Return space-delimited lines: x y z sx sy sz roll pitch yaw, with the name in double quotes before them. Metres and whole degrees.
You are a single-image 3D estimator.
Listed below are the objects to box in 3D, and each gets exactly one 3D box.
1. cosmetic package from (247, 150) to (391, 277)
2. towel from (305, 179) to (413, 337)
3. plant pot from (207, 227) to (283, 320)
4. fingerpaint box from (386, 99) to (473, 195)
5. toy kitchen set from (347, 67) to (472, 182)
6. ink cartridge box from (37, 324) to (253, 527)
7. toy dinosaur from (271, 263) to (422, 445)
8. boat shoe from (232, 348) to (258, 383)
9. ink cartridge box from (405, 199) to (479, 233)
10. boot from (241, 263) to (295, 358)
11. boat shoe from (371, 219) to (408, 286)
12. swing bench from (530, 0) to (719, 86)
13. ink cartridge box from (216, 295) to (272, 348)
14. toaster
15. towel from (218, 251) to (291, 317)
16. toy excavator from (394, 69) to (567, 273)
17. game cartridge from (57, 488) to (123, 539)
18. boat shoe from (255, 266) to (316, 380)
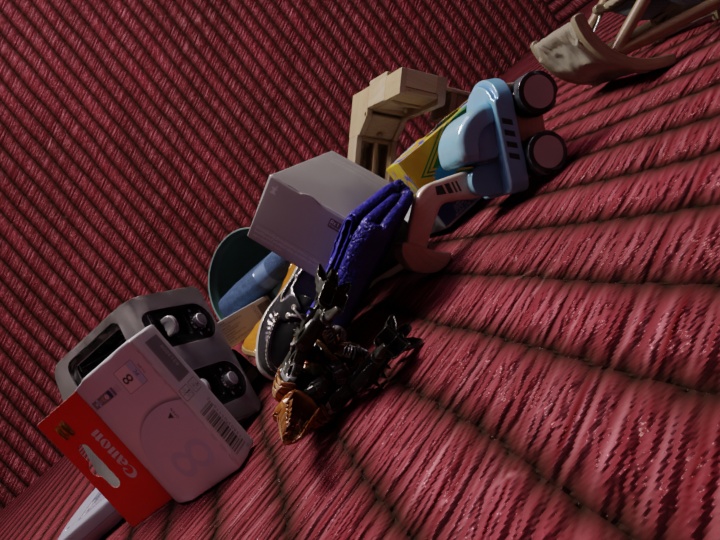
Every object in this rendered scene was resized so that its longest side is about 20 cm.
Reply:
"cosmetic package" -0.040 -0.075 0.710 0.091 0.106 0.200 -63 -8 28
"towel" -0.012 0.004 0.638 0.201 0.049 0.148 -64 -3 29
"plant pot" -0.175 0.022 1.127 0.200 0.201 0.134 -36 -18 26
"fingerpaint box" 0.126 -0.175 0.832 0.167 0.073 0.200 -39 7 4
"toy kitchen set" 0.089 -0.215 0.977 0.200 0.162 0.182 -171 86 -68
"ink cartridge box" -0.231 0.174 0.592 0.200 0.160 0.047 -38 7 18
"toy dinosaur" -0.027 0.087 0.486 0.136 0.102 0.200 -53 23 16
"boat shoe" -0.233 0.196 0.843 0.200 0.057 0.068 -46 11 -36
"ink cartridge box" 0.151 -0.125 0.868 0.199 0.041 0.200 -42 8 -10
"boot" -0.107 0.051 0.828 0.201 0.070 0.145 -155 85 -88
"boat shoe" 0.000 -0.001 0.826 0.201 0.063 0.074 -38 13 26
"swing bench" 0.349 -0.323 0.744 0.200 0.130 0.199 -44 8 11
"ink cartridge box" -0.230 0.117 0.875 0.173 0.044 0.200 -32 2 15
"toaster" -0.250 0.143 0.704 0.199 0.182 0.118 -36 -14 22
"towel" -0.147 0.002 0.970 0.200 0.049 0.112 -38 10 23
"toy excavator" 0.121 -0.109 0.659 0.198 0.196 0.100 -13 5 -10
"game cartridge" -0.337 0.307 0.807 0.133 0.041 0.200 -37 8 0
"boat shoe" -0.069 0.044 0.742 0.060 0.074 0.201 -35 23 58
